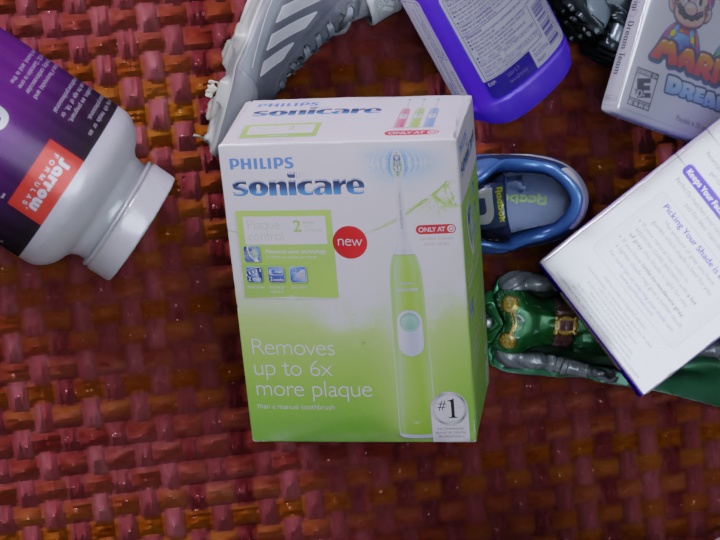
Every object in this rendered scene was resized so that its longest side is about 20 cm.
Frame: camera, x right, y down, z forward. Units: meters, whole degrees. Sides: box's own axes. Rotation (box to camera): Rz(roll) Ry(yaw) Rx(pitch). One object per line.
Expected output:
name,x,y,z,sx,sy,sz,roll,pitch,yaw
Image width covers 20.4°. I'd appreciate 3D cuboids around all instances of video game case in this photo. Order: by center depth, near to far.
video game case,0.266,-0.164,1.324,0.199,0.024,0.183,16,90,-27

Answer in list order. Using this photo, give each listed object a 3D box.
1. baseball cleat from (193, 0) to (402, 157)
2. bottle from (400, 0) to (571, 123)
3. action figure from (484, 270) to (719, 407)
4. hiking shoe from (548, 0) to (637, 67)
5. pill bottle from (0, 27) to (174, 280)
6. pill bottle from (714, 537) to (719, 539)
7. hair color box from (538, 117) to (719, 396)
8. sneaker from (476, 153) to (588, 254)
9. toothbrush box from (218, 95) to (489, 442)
baseball cleat,-0.031,-0.158,1.277,0.106,0.070,0.201,18,90,-10
bottle,0.061,-0.191,1.261,0.084,0.065,0.200,-43,122,-19
action figure,0.157,0.035,1.330,0.199,0.055,0.119,1,96,-6
hiking shoe,0.132,-0.229,1.308,0.087,0.074,0.200,-44,109,-12
pill bottle,-0.217,-0.080,1.226,0.199,0.112,0.113,33,87,-10
pill bottle,0.285,0.235,1.329,0.199,0.112,0.113,6,92,-11
hair color box,0.222,-0.024,1.268,0.200,0.065,0.110,-38,86,4
sneaker,0.055,-0.043,1.292,0.199,0.082,0.074,-8,96,-8
toothbrush box,0.000,0.000,1.233,0.145,0.086,0.201,0,112,10
